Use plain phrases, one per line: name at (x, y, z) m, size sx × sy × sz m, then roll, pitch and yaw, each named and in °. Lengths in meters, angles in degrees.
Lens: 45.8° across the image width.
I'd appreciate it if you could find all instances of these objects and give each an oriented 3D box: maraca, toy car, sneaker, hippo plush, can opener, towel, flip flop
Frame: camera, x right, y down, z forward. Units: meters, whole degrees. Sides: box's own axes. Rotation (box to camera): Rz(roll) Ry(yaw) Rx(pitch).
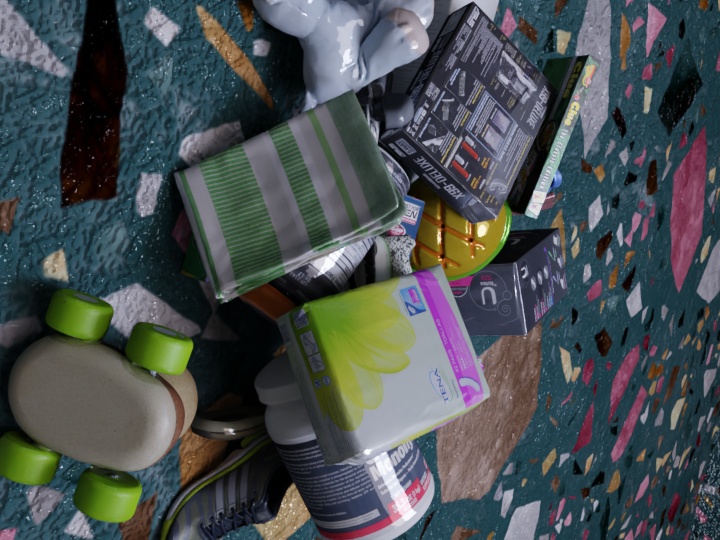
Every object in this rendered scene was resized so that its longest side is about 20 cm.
maraca at (0.093, -0.048, 1.067) m, size 0.138 × 0.199 × 0.107 m, roll 61°, pitch 17°, yaw 5°
toy car at (-0.220, 0.118, 0.811) m, size 0.200 × 0.156 × 0.166 m, roll 12°, pitch 99°, yaw -81°
sneaker at (0.042, 0.048, 0.956) m, size 0.088 × 0.077 × 0.202 m, roll -13°, pitch 106°, yaw -30°
hippo plush at (-0.039, -0.269, 0.879) m, size 0.199 × 0.160 × 0.161 m, roll -34°, pitch 121°, yaw 17°
sneaker at (-0.141, 0.262, 0.959) m, size 0.200 × 0.081 × 0.074 m, roll -46°, pitch 135°, yaw -16°
can opener at (0.025, -0.192, 0.945) m, size 0.201 × 0.066 × 0.053 m, roll -88°, pitch 172°, yaw -56°
towel at (-0.070, -0.073, 0.819) m, size 0.198 × 0.154 × 0.023 m, roll -24°, pitch 159°, yaw 3°
flip flop at (-0.108, 0.148, 0.981) m, size 0.199 × 0.081 × 0.058 m, roll -6°, pitch 94°, yaw -44°

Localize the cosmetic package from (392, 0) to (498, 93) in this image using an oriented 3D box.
cosmetic package at (0.105, -0.290, 1.072) m, size 0.101 × 0.074 × 0.202 m, roll 15°, pitch 89°, yaw -52°

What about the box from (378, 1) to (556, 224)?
box at (0.130, -0.182, 0.986) m, size 0.157 × 0.050 × 0.201 m, roll 38°, pitch 66°, yaw -24°

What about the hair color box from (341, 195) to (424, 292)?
hair color box at (0.000, 0.000, 1.028) m, size 0.060 × 0.099 × 0.202 m, roll 12°, pitch 95°, yaw -50°

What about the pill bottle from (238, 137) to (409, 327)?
pill bottle at (-0.044, -0.037, 0.871) m, size 0.201 × 0.106 × 0.106 m, roll -55°, pitch 139°, yaw -10°

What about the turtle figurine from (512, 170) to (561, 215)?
turtle figurine at (0.154, -0.129, 1.172) m, size 0.200 × 0.144 × 0.194 m, roll 42°, pitch 92°, yaw -19°

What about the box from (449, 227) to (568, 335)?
box at (0.211, 0.013, 1.235) m, size 0.200 × 0.121 × 0.107 m, roll -30°, pitch 112°, yaw -56°

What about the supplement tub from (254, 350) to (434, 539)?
supplement tub at (-0.017, 0.180, 0.914) m, size 0.140 × 0.140 × 0.201 m, roll -35°, pitch 107°, yaw -38°

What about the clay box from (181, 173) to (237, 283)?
clay box at (-0.096, -0.031, 0.940) m, size 0.199 × 0.047 × 0.116 m, roll 14°, pitch 93°, yaw -51°

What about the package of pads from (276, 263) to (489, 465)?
package of pads at (0.027, 0.091, 0.835) m, size 0.199 × 0.068 × 0.156 m, roll -14°, pitch 81°, yaw -42°

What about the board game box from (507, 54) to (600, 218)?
board game box at (0.224, -0.166, 1.053) m, size 0.023 × 0.105 × 0.202 m, roll 21°, pitch 95°, yaw -17°

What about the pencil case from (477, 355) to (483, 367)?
pencil case at (0.099, 0.126, 1.204) m, size 0.092 × 0.086 × 0.200 m, roll -32°, pitch 147°, yaw 21°
